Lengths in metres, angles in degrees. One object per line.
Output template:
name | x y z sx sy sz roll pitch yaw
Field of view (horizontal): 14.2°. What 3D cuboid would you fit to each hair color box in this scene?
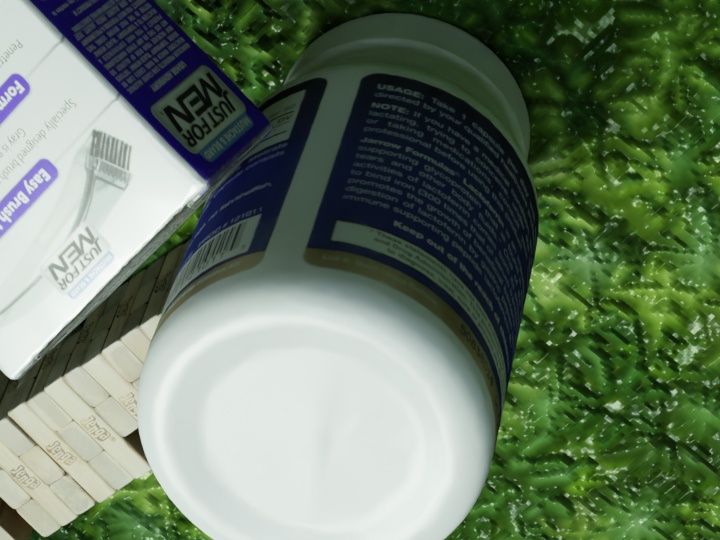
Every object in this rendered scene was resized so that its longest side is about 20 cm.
hair color box | -0.139 -0.076 0.940 0.200 0.065 0.109 47 120 -1

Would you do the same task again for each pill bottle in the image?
pill bottle | 0.000 0.000 0.977 0.115 0.200 0.116 5 124 8

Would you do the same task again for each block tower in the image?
block tower | -0.091 0.045 1.108 0.200 0.058 0.054 -34 112 26
